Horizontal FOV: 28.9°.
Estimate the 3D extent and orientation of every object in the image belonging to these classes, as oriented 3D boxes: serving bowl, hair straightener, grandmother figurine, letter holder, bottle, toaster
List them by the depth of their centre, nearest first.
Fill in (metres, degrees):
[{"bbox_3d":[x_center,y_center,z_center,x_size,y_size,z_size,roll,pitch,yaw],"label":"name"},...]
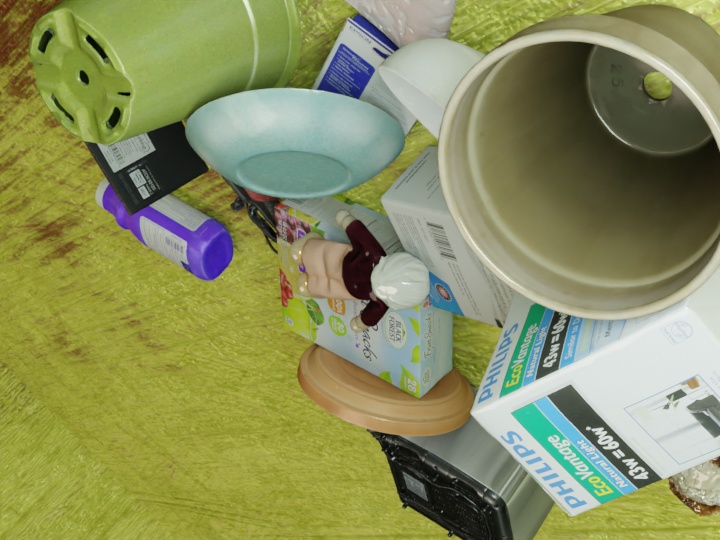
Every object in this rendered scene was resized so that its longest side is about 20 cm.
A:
[{"bbox_3d":[0.108,-0.115,1.093,0.200,0.066,0.200,42,180,0],"label":"serving bowl"},{"bbox_3d":[0.000,0.000,1.353,0.200,0.060,0.122,13,127,58],"label":"grandmother figurine"},{"bbox_3d":[-0.265,-0.187,1.507,0.201,0.100,0.142,63,175,-34],"label":"letter holder"},{"bbox_3d":[-0.112,-0.078,1.601,0.200,0.041,0.077,48,155,-24],"label":"hair straightener"},{"bbox_3d":[0.124,0.228,1.637,0.180,0.119,0.201,27,154,28],"label":"toaster"},{"bbox_3d":[-0.254,-0.061,1.790,0.199,0.065,0.084,29,152,27],"label":"bottle"}]

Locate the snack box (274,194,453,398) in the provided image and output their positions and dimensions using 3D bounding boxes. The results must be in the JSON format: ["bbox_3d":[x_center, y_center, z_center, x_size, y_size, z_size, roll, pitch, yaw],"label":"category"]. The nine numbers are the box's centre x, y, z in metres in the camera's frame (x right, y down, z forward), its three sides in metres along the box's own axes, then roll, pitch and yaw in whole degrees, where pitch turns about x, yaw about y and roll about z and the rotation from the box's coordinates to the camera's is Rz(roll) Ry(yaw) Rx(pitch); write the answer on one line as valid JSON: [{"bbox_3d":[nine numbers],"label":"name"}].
[{"bbox_3d":[0.004,0.020,1.500,0.199,0.068,0.170,25,135,30],"label":"snack box"}]

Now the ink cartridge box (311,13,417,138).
[{"bbox_3d":[0.012,-0.163,1.261,0.099,0.039,0.200,38,157,-1],"label":"ink cartridge box"}]

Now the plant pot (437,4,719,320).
[{"bbox_3d":[0.177,-0.095,0.938,0.199,0.174,0.201,16,126,24],"label":"plant pot"}]

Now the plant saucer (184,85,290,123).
[{"bbox_3d":[-0.117,-0.172,1.428,0.199,0.050,0.201,34,154,19],"label":"plant saucer"}]

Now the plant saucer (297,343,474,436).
[{"bbox_3d":[0.029,0.120,1.550,0.199,0.200,0.033,26,115,31],"label":"plant saucer"}]

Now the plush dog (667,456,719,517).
[{"bbox_3d":[0.306,0.109,1.113,0.160,0.172,0.200,34,155,18],"label":"plush dog"}]

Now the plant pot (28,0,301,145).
[{"bbox_3d":[-0.185,-0.203,1.245,0.199,0.190,0.201,21,130,28],"label":"plant pot"}]

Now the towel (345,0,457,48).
[{"bbox_3d":[0.003,-0.274,1.108,0.191,0.032,0.200,37,156,10],"label":"towel"}]

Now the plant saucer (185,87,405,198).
[{"bbox_3d":[-0.059,-0.102,1.256,0.199,0.039,0.201,1,161,0],"label":"plant saucer"}]

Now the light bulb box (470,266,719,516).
[{"bbox_3d":[0.211,0.046,1.038,0.125,0.199,0.199,45,129,-17],"label":"light bulb box"}]

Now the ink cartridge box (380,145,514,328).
[{"bbox_3d":[0.135,-0.020,1.260,0.199,0.084,0.147,17,145,42],"label":"ink cartridge box"}]
